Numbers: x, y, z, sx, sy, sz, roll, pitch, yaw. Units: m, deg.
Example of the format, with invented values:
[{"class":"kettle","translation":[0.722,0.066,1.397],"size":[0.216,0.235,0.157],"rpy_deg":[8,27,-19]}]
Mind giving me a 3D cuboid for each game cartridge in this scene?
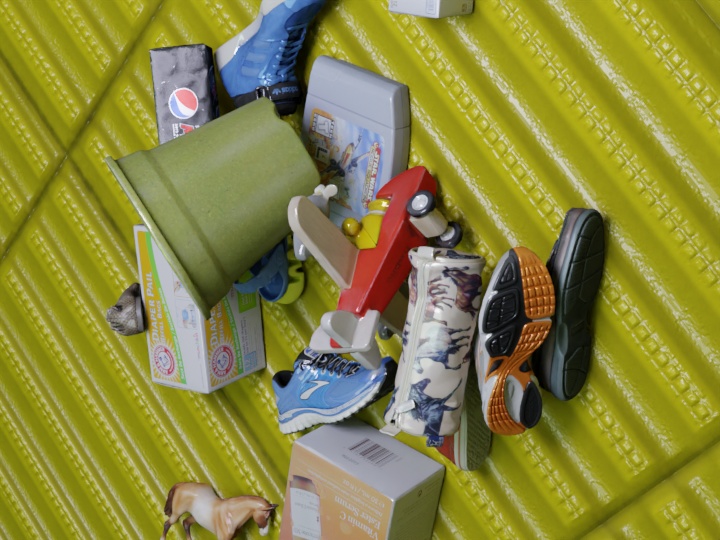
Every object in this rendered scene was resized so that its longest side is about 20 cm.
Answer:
[{"class":"game cartridge","translation":[-0.011,-0.122,1.386],"size":[0.132,0.041,0.203],"rpy_deg":[28,119,34]}]

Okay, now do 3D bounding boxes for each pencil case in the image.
[{"class":"pencil case","translation":[0.073,0.070,1.249],"size":[0.077,0.089,0.203],"rpy_deg":[17,107,31]}]

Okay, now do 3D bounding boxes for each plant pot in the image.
[{"class":"plant pot","translation":[-0.142,-0.081,1.328],"size":[0.202,0.183,0.201],"rpy_deg":[55,172,12]}]

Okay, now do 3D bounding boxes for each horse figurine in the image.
[{"class":"horse figurine","translation":[-0.204,0.335,1.660],"size":[0.198,0.050,0.135],"rpy_deg":[22,104,39]}]

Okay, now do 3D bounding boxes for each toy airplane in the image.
[{"class":"toy airplane","translation":[0.000,0.000,1.308],"size":[0.140,0.197,0.203],"rpy_deg":[21,119,44]}]

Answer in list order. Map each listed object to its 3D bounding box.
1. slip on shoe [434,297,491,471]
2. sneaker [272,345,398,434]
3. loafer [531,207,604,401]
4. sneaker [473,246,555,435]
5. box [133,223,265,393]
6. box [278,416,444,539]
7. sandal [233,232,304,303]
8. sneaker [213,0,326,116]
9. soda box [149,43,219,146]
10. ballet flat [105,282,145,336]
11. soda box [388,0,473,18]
[{"class":"slip on shoe","translation":[0.105,0.118,1.344],"size":[0.061,0.074,0.203],"rpy_deg":[17,118,37]},{"class":"sneaker","translation":[-0.037,0.128,1.453],"size":[0.198,0.078,0.090],"rpy_deg":[-21,92,40]},{"class":"loafer","translation":[0.196,0.031,1.245],"size":[0.062,0.071,0.203],"rpy_deg":[21,117,39]},{"class":"sneaker","translation":[0.141,0.060,1.242],"size":[0.092,0.074,0.203],"rpy_deg":[-113,23,-59]},{"class":"box","translation":[-0.195,0.035,1.529],"size":[0.100,0.112,0.204],"rpy_deg":[7,108,37]},{"class":"box","translation":[-0.005,0.299,1.458],"size":[0.151,0.106,0.203],"rpy_deg":[24,116,31]},{"class":"sandal","translation":[-0.120,-0.054,1.461],"size":[0.079,0.086,0.203],"rpy_deg":[-6,98,41]},{"class":"sneaker","translation":[-0.084,-0.233,1.381],"size":[0.199,0.076,0.113],"rpy_deg":[-31,78,44]},{"class":"soda box","translation":[-0.195,-0.154,1.434],"size":[0.069,0.063,0.204],"rpy_deg":[-5,96,1]},{"class":"ballet flat","translation":[-0.297,0.054,1.588],"size":[0.200,0.046,0.069],"rpy_deg":[-159,61,-80]},{"class":"soda box","translation":[0.076,-0.354,1.225],"size":[0.063,0.068,0.203],"rpy_deg":[17,113,34]}]
